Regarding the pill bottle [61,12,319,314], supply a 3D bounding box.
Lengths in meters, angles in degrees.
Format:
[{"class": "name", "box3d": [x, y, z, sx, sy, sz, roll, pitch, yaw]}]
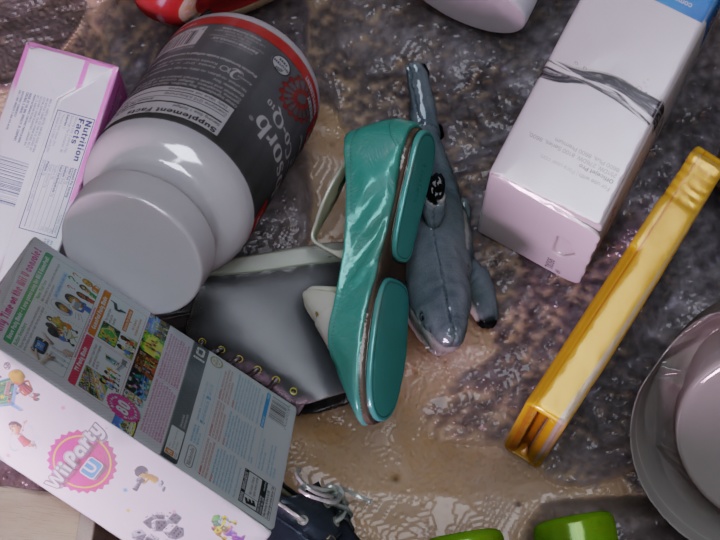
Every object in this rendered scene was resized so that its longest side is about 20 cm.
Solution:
[{"class": "pill bottle", "box3d": [-0.109, -0.069, 1.308, 0.115, 0.116, 0.200, 22, 43, 5]}]

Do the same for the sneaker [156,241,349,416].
[{"class": "sneaker", "box3d": [-0.088, 0.052, 1.343, 0.199, 0.075, 0.107, -12, 77, -5]}]

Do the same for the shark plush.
[{"class": "shark plush", "box3d": [0.057, -0.040, 1.362, 0.090, 0.083, 0.201, 8, 76, 2]}]

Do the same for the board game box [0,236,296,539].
[{"class": "board game box", "box3d": [-0.141, 0.083, 1.204, 0.200, 0.148, 0.064, 35, 111, -11]}]

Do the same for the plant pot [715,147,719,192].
[{"class": "plant pot", "box3d": [0.342, -0.076, 1.324, 0.177, 0.200, 0.200, -39, 79, -2]}]

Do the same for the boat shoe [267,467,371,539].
[{"class": "boat shoe", "box3d": [-0.042, 0.160, 1.320, 0.199, 0.075, 0.062, 28, 89, 15]}]

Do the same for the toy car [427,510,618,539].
[{"class": "toy car", "box3d": [0.136, 0.225, 1.227, 0.157, 0.200, 0.165, -6, 77, -19]}]

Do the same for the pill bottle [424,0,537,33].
[{"class": "pill bottle", "box3d": [0.112, -0.273, 1.404, 0.114, 0.114, 0.201, 24, 77, 5]}]

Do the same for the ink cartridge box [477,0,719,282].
[{"class": "ink cartridge box", "box3d": [0.160, -0.109, 1.348, 0.084, 0.145, 0.200, 27, 77, 7]}]

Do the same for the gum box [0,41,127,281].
[{"class": "gum box", "box3d": [-0.210, -0.045, 1.345, 0.066, 0.114, 0.201, 16, 77, 3]}]

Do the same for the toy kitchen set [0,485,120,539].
[{"class": "toy kitchen set", "box3d": [-0.242, 0.238, 1.243, 0.162, 0.180, 0.201, 7, 77, 2]}]

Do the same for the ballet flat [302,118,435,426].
[{"class": "ballet flat", "box3d": [0.000, 0.000, 1.313, 0.070, 0.067, 0.201, 5, 81, 24]}]

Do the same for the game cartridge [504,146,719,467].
[{"class": "game cartridge", "box3d": [0.161, 0.025, 1.300, 0.032, 0.176, 0.200, 31, 77, 6]}]

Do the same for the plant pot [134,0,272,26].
[{"class": "plant pot", "box3d": [-0.106, -0.276, 1.362, 0.200, 0.200, 0.183, -26, 81, -7]}]

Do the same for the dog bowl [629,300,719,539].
[{"class": "dog bowl", "box3d": [0.273, 0.098, 1.289, 0.199, 0.201, 0.059, 23, 34, 5]}]
